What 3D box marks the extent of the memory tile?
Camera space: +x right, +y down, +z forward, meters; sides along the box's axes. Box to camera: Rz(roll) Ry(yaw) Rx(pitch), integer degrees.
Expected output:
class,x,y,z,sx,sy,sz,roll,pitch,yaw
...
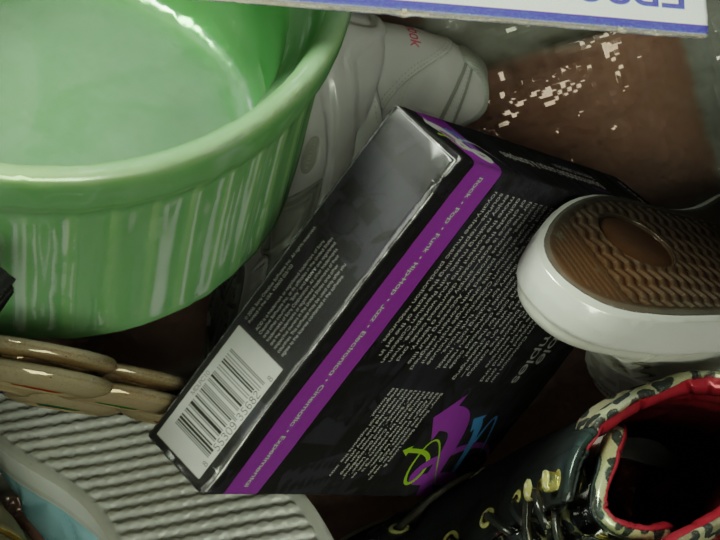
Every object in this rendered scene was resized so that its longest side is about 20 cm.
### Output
class,x,y,z,sx,sy,sz,roll,pitch,yaw
memory tile,-0.151,0.032,0.838,0.199,0.153,0.017,7,83,24

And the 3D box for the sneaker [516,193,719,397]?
class,x,y,z,sx,sy,sz,roll,pitch,yaw
sneaker,0.106,0.023,0.865,0.073,0.200,0.085,43,113,24

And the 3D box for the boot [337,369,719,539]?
class,x,y,z,sx,sy,sz,roll,pitch,yaw
boot,0.049,0.102,0.859,0.203,0.154,0.074,-25,79,-16

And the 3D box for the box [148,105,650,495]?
class,x,y,z,sx,sy,sz,roll,pitch,yaw
box,0.025,0.019,0.858,0.036,0.200,0.143,44,104,25

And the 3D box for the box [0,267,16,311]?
class,x,y,z,sx,sy,sz,roll,pitch,yaw
box,-0.222,0.028,0.743,0.160,0.044,0.200,38,123,-3

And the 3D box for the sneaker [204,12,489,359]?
class,x,y,z,sx,sy,sz,roll,pitch,yaw
sneaker,0.000,0.000,0.903,0.099,0.078,0.201,10,114,-15

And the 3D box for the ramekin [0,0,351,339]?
class,x,y,z,sx,sy,sz,roll,pitch,yaw
ramekin,-0.106,-0.073,0.799,0.199,0.200,0.098,4,140,-6

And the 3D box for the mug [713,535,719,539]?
class,x,y,z,sx,sy,sz,roll,pitch,yaw
mug,0.070,0.187,0.975,0.199,0.178,0.134,4,148,-1

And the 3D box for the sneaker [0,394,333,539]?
class,x,y,z,sx,sy,sz,roll,pitch,yaw
sneaker,-0.064,0.104,0.892,0.074,0.200,0.082,-37,137,-17

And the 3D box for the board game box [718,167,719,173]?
class,x,y,z,sx,sy,sz,roll,pitch,yaw
board game box,0.230,0.030,0.866,0.045,0.135,0.200,-46,127,13

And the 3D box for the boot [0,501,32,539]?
class,x,y,z,sx,sy,sz,roll,pitch,yaw
boot,-0.138,0.155,0.879,0.072,0.155,0.200,-19,146,-10

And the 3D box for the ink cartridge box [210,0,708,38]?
class,x,y,z,sx,sy,sz,roll,pitch,yaw
ink cartridge box,0.013,-0.165,0.790,0.197,0.047,0.201,4,70,-6
